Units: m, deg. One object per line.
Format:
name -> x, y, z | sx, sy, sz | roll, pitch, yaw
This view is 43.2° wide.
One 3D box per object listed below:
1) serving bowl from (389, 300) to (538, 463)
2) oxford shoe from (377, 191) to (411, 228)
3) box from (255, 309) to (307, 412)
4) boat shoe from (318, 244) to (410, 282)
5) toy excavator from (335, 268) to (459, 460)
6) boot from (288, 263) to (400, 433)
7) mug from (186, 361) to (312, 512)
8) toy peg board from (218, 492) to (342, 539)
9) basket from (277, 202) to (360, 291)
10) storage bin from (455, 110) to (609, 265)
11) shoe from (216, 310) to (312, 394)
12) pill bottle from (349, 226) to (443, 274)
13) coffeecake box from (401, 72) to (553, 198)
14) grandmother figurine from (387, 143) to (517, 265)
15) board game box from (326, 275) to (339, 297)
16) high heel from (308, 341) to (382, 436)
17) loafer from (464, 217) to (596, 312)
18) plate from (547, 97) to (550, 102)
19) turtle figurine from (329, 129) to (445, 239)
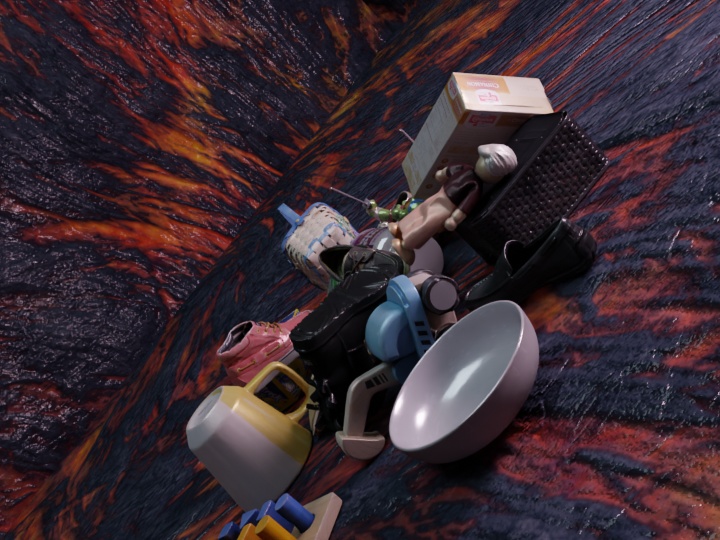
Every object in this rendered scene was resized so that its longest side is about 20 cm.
serving bowl -> 0.121, 0.130, 0.982 | 0.200, 0.066, 0.201 | -44, 15, 15
oxford shoe -> 0.052, -0.068, 1.691 | 0.201, 0.058, 0.075 | -57, 20, -23
box -> -0.133, 0.159, 1.613 | 0.064, 0.070, 0.201 | -34, 20, 26
boat shoe -> 0.000, -0.001, 1.341 | 0.200, 0.065, 0.073 | 13, 89, 60
toy excavator -> 0.040, 0.115, 1.150 | 0.197, 0.198, 0.100 | -21, 11, -11
boot -> -0.002, 0.107, 1.214 | 0.073, 0.164, 0.198 | 11, 42, 47
mug -> -0.168, 0.240, 1.354 | 0.149, 0.153, 0.188 | -34, 19, 42
toy peg board -> -0.144, 0.357, 1.103 | 0.199, 0.098, 0.200 | -35, 20, 40
basket -> -0.071, -0.044, 1.766 | 0.140, 0.176, 0.199 | -50, 34, -7
storage bin -> 0.224, -0.110, 1.241 | 0.201, 0.094, 0.135 | -49, 15, -6
shoe -> -0.149, 0.111, 1.511 | 0.200, 0.092, 0.071 | -43, 27, -29
pill bottle -> 0.055, -0.014, 1.440 | 0.113, 0.112, 0.200 | -51, 15, -13
coffeecake box -> 0.172, -0.196, 1.367 | 0.201, 0.151, 0.074 | 121, 140, -49
grandmother figurine -> 0.125, -0.099, 1.218 | 0.199, 0.060, 0.123 | -38, 45, 23
board game box -> -0.042, 0.088, 1.480 | 0.200, 0.029, 0.137 | -100, 18, -71
high heel -> 0.002, 0.158, 1.308 | 0.072, 0.140, 0.203 | -119, 37, -59
loafer -> 0.195, -0.006, 1.105 | 0.200, 0.070, 0.069 | -33, 20, 44
plate -> 0.217, -0.222, 1.469 | 0.199, 0.198, 0.026 | -34, 64, 41
turtle figurine -> 0.079, -0.140, 1.539 | 0.146, 0.198, 0.194 | -61, -9, 2
